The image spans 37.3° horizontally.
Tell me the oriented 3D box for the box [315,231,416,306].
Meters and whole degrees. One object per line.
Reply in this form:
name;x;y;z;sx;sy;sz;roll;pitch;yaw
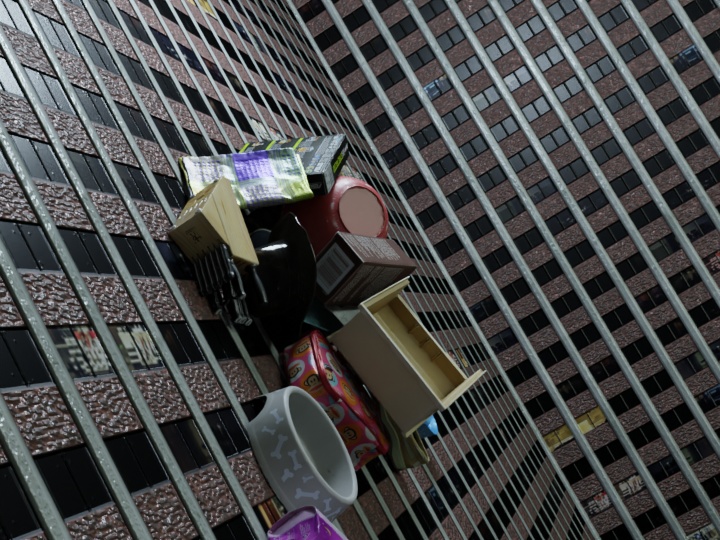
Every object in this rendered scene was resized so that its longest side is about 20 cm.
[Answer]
box;0.000;0.000;1.729;0.075;0.100;0.200;50;18;22

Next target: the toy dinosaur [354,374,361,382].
toy dinosaur;0.003;0.182;1.854;0.182;0.105;0.200;-71;142;-52

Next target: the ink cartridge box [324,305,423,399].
ink cartridge box;0.015;0.128;1.752;0.200;0.050;0.109;47;27;3

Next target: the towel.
towel;-0.183;-0.146;1.693;0.144;0.199;0.023;-109;-161;-48

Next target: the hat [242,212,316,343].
hat;-0.139;0.010;1.597;0.081;0.201;0.201;-1;47;-25

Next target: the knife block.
knife block;-0.191;-0.023;1.548;0.176;0.064;0.200;53;20;-19

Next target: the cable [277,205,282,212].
cable;-0.143;-0.094;1.941;0.200;0.051;0.164;126;-54;-80

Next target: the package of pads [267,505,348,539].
package of pads;-0.024;0.378;1.247;0.200;0.076;0.121;52;10;-31

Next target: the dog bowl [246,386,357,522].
dog bowl;-0.073;0.244;1.423;0.200;0.059;0.200;54;12;-18

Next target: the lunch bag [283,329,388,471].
lunch bag;-0.041;0.194;1.650;0.200;0.082;0.176;54;8;-32

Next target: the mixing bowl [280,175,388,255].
mixing bowl;-0.026;-0.083;1.837;0.200;0.108;0.201;11;70;-32

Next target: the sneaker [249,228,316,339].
sneaker;-0.126;0.022;1.721;0.200;0.075;0.085;60;7;2

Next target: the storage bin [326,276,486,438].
storage bin;0.078;0.131;1.681;0.200;0.094;0.198;50;30;7

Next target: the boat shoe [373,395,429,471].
boat shoe;0.075;0.252;1.846;0.072;0.076;0.201;-77;153;-61

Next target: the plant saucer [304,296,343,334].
plant saucer;-0.063;0.067;1.719;0.200;0.019;0.070;31;49;-61

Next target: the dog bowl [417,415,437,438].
dog bowl;0.079;0.251;2.077;0.200;0.049;0.112;54;13;-27

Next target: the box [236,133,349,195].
box;-0.131;-0.177;1.838;0.200;0.192;0.048;-69;150;-62

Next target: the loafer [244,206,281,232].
loafer;-0.136;-0.019;1.859;0.200;0.063;0.072;61;-31;1
